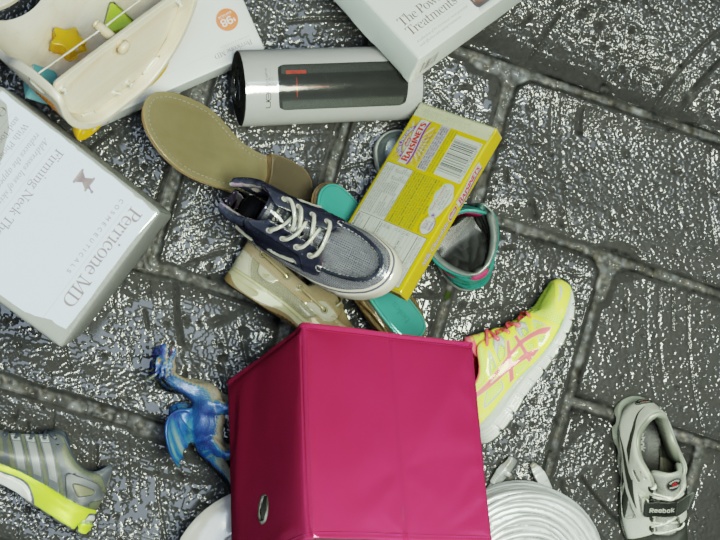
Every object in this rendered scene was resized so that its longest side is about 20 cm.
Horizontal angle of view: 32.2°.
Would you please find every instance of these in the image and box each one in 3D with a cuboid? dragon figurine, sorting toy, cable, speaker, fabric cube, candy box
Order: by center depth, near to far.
[{"bbox_3d":[-0.009,0.184,1.228,0.198,0.196,0.202,7,66,-26],"label":"fabric cube"},{"bbox_3d":[-0.298,-0.244,1.255,0.179,0.107,0.200,38,56,10],"label":"sorting toy"},{"bbox_3d":[0.056,-0.074,1.288,0.102,0.026,0.201,23,77,35],"label":"candy box"},{"bbox_3d":[-0.176,0.171,1.326,0.098,0.059,0.202,-5,99,-6],"label":"dragon figurine"},{"bbox_3d":[-0.037,-0.197,1.331,0.198,0.081,0.082,-4,89,-16],"label":"speaker"},{"bbox_3d":[0.176,0.333,1.362,0.200,0.069,0.200,-43,94,-6],"label":"cable"}]

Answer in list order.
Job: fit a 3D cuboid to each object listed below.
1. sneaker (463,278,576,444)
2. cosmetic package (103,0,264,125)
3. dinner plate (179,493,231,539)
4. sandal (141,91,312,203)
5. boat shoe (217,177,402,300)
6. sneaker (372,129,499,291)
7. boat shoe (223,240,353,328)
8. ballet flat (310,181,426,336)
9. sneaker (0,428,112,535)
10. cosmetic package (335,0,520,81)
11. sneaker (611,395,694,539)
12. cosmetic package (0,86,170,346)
[{"bbox_3d":[0.160,0.086,1.364,0.090,0.078,0.201,35,85,-3],"label":"sneaker"},{"bbox_3d":[-0.223,-0.264,1.340,0.198,0.052,0.152,-25,94,-7],"label":"cosmetic package"},{"bbox_3d":[-0.106,0.329,1.324,0.198,0.024,0.203,-4,101,-19],"label":"dinner plate"},{"bbox_3d":[-0.156,-0.116,1.339,0.210,0.069,0.078,26,70,-28],"label":"sandal"},{"bbox_3d":[-0.057,-0.034,1.250,0.199,0.093,0.075,19,79,33],"label":"boat shoe"},{"bbox_3d":[0.083,-0.067,1.336,0.083,0.121,0.201,-34,92,-6],"label":"sneaker"},{"bbox_3d":[-0.049,0.037,1.344,0.199,0.072,0.065,32,86,0],"label":"boat shoe"},{"bbox_3d":[0.000,0.000,1.348,0.068,0.072,0.201,-37,93,-22],"label":"ballet flat"},{"bbox_3d":[-0.350,0.193,1.309,0.199,0.074,0.081,36,75,-11],"label":"sneaker"},{"bbox_3d":[0.076,-0.316,1.330,0.200,0.052,0.151,-39,79,-25],"label":"cosmetic package"},{"bbox_3d":[0.326,0.243,1.376,0.073,0.088,0.202,-14,92,-8],"label":"sneaker"},{"bbox_3d":[-0.321,-0.054,1.260,0.199,0.166,0.168,37,88,-5],"label":"cosmetic package"}]
